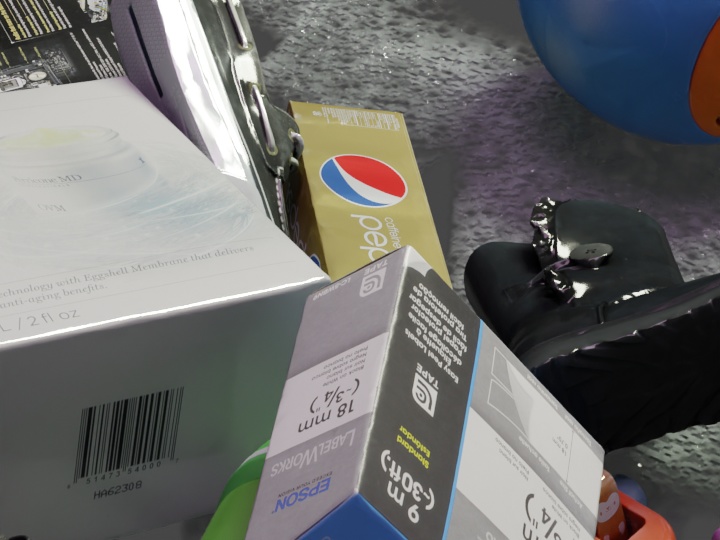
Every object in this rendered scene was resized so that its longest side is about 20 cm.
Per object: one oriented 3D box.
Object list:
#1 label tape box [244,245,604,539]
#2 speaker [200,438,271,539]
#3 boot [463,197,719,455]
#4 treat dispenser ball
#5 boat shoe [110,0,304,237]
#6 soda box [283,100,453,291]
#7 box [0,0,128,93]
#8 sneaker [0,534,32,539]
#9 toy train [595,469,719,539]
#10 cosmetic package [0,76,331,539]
[{"bbox_3d":[0.026,0.113,0.893,0.063,0.144,0.201,-25,34,32],"label":"label tape box"},{"bbox_3d":[-0.044,0.154,0.911,0.088,0.089,0.200,11,39,15],"label":"speaker"},{"bbox_3d":[0.151,0.010,1.060,0.198,0.077,0.168,-15,24,3],"label":"boot"},{"bbox_3d":[0.182,-0.169,1.230,0.199,0.202,0.202,0,37,0],"label":"treat dispenser ball"},{"bbox_3d":[-0.060,-0.064,1.116,0.070,0.072,0.201,-9,75,-31],"label":"boat shoe"},{"bbox_3d":[0.000,0.000,1.115,0.063,0.068,0.201,6,36,-14],"label":"soda box"},{"bbox_3d":[-0.176,-0.101,1.239,0.163,0.087,0.200,-15,40,-18],"label":"box"},{"bbox_3d":[-0.173,0.176,0.853,0.073,0.112,0.200,-30,14,34],"label":"sneaker"},{"bbox_3d":[0.171,0.093,1.011,0.199,0.056,0.150,-30,47,-32],"label":"toy train"},{"bbox_3d":[-0.153,0.017,1.030,0.198,0.124,0.200,-11,36,-33],"label":"cosmetic package"}]
